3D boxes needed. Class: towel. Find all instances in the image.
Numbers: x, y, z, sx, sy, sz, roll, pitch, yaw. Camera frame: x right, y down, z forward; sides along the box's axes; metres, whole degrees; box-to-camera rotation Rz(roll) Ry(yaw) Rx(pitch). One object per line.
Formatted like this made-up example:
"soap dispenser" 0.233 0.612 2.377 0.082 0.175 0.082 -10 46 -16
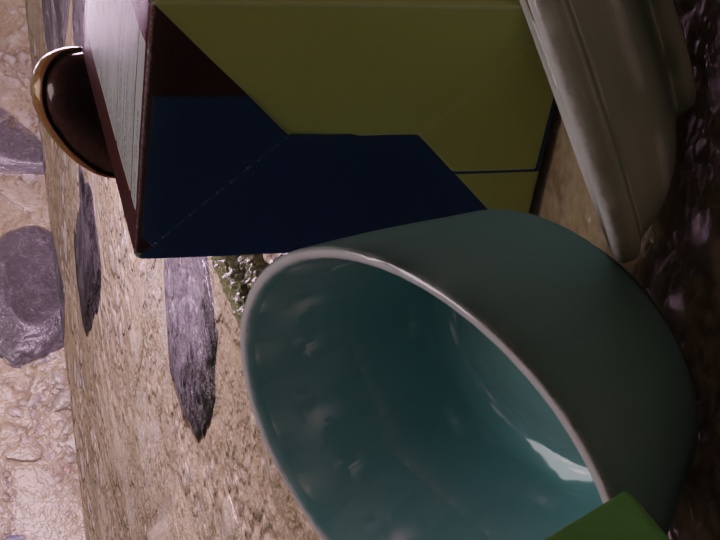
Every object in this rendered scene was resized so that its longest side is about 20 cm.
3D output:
"towel" -0.043 0.052 1.043 0.148 0.036 0.200 54 -176 -32

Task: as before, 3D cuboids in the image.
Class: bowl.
"bowl" 0.057 0.055 0.629 0.201 0.105 0.201 33 140 32

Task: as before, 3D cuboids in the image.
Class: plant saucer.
"plant saucer" 0.086 -0.104 0.589 0.200 0.050 0.201 -20 -90 -82

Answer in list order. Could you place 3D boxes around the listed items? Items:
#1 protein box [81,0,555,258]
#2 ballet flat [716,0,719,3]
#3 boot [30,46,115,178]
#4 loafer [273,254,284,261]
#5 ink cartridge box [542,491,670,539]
"protein box" -0.028 -0.120 0.782 0.200 0.198 0.135 -114 27 -49
"ballet flat" 0.131 -0.095 0.463 0.200 0.074 0.074 -123 33 -56
"boot" -0.070 -0.075 0.890 0.166 0.200 0.073 3 70 43
"loafer" 0.000 0.000 0.955 0.072 0.063 0.200 51 170 -18
"ink cartridge box" 0.102 0.198 0.501 0.200 0.084 0.146 50 147 27
